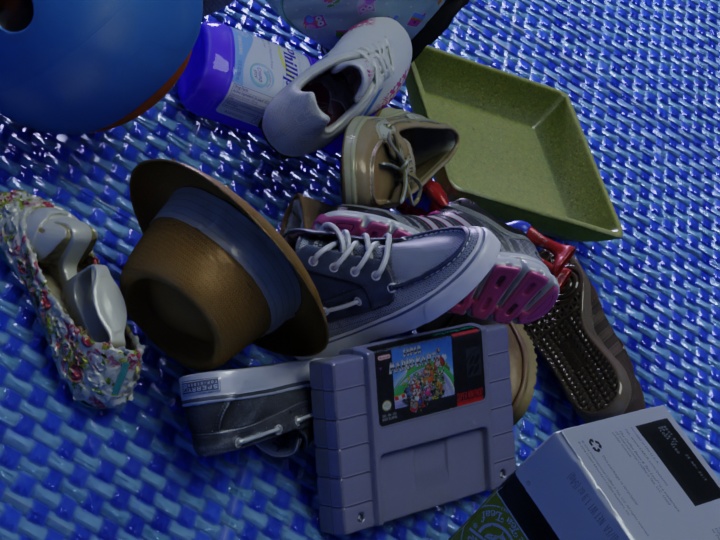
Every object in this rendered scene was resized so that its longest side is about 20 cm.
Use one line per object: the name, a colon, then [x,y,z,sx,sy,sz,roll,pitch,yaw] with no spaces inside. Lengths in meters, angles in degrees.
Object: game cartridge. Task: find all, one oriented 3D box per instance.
game cartridge: [0.043,0.111,1.436,0.038,0.130,0.200,7,11,42]

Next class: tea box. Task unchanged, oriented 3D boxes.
tea box: [0.170,0.233,1.332,0.134,0.197,0.200,-8,54,-47]

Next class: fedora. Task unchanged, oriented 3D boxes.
fedora: [-0.113,0.012,1.372,0.201,0.201,0.082,43,67,6]

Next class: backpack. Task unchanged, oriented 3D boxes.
backpack: [-0.006,-0.265,1.720,0.200,0.167,0.127,27,24,-44]

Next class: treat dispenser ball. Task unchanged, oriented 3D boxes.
treat dispenser ball: [-0.218,-0.202,1.469,0.201,0.201,0.201,24,37,-20]

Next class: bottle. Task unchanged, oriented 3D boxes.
bottle: [-0.058,-0.146,1.669,0.200,0.065,0.084,19,46,-27]

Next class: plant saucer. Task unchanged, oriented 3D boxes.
plant saucer: [0.129,-0.108,1.812,0.199,0.048,0.200,15,41,-31]

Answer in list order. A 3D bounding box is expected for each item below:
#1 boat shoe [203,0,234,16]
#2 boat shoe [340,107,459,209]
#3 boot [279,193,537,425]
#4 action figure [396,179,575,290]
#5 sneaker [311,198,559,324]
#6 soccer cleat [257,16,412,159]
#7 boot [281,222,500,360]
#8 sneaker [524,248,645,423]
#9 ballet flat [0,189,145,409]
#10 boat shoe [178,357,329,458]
boat shoe: [-0.173,-0.256,1.685,0.200,0.075,0.062,-12,65,-42]
boat shoe: [0.030,-0.093,1.581,0.063,0.073,0.200,5,20,15]
boot: [0.034,0.035,1.558,0.200,0.066,0.175,19,35,-23]
action figure: [0.085,-0.040,1.669,0.200,0.065,0.052,30,69,18]
sneaker: [0.055,-0.017,1.521,0.200,0.074,0.088,12,32,-13]
soccer cleat: [-0.002,-0.158,1.612,0.070,0.086,0.200,51,49,-7]
boot: [0.000,0.000,1.427,0.090,0.200,0.073,46,35,-25]
sneaker: [0.189,0.067,1.671,0.076,0.070,0.200,44,21,-43]
ballet flat: [-0.199,0.007,1.370,0.076,0.064,0.200,-3,51,-43]
boat shoe: [-0.056,0.100,1.398,0.200,0.072,0.068,-3,85,-61]
